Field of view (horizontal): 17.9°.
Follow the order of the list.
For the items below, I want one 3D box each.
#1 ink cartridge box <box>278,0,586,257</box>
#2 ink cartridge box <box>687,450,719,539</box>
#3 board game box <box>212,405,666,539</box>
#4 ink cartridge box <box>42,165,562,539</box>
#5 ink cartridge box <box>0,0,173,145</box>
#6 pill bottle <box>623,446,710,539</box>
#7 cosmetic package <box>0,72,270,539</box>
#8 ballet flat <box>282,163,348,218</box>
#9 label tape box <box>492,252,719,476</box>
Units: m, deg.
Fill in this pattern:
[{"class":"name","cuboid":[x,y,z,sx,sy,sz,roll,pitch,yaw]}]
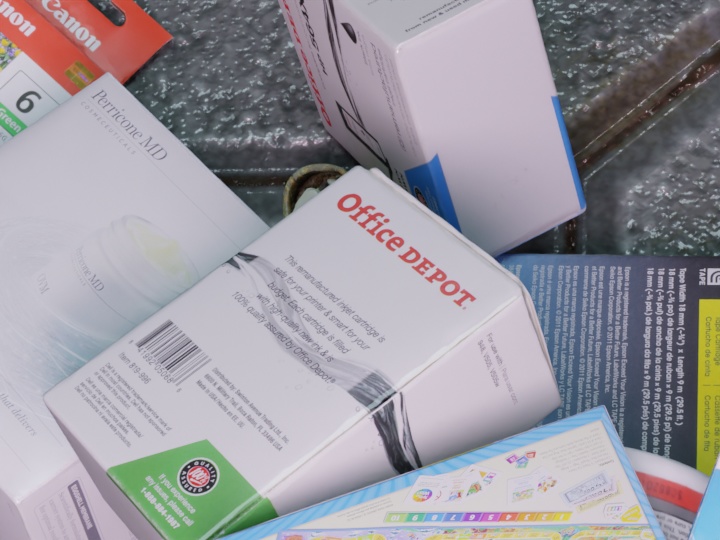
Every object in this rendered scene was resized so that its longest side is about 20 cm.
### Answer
[{"class":"ink cartridge box","cuboid":[0.031,-0.114,1.263,0.084,0.147,0.200,-27,34,-11]},{"class":"ink cartridge box","cuboid":[0.258,0.076,1.033,0.144,0.147,0.201,16,76,27]},{"class":"board game box","cuboid":[0.043,0.152,0.985,0.199,0.034,0.135,-17,70,-20]},{"class":"ink cartridge box","cuboid":[-0.026,0.060,1.082,0.199,0.083,0.147,-36,43,-13]},{"class":"ink cartridge box","cuboid":[-0.213,-0.119,1.374,0.109,0.050,0.200,41,67,5]},{"class":"pill bottle","cuboid":[0.107,0.192,1.070,0.115,0.116,0.201,9,67,15]},{"class":"cosmetic package","cuboid":[-0.146,0.034,1.231,0.199,0.123,0.199,-36,57,-19]},{"class":"ballet flat","cuboid":[0.000,0.000,1.231,0.070,0.071,0.200,-20,32,-6]},{"class":"label tape box","cuboid":[0.140,0.065,1.201,0.198,0.064,0.145,1,54,9]}]
